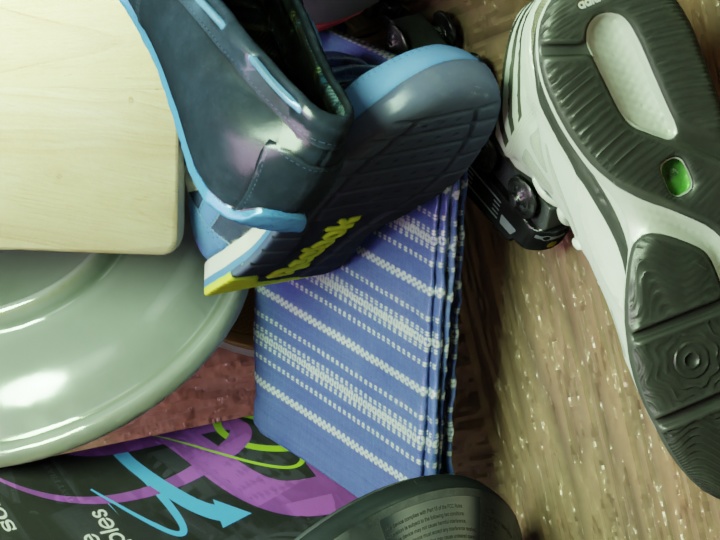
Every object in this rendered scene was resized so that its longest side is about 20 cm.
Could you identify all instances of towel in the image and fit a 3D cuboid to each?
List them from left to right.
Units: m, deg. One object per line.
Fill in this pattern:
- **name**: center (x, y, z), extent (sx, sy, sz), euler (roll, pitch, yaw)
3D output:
- **towel**: center (0.000, 0.000, 1.092), extent (0.145, 0.024, 0.201), euler (28, 121, 51)

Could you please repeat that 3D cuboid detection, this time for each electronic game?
- **electronic game**: center (-0.010, 0.166, 1.050), extent (0.042, 0.200, 0.200), euler (41, 132, 32)

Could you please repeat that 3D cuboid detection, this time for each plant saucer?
- **plant saucer**: center (-0.149, 0.002, 1.158), extent (0.200, 0.200, 0.050), euler (35, 153, 46)

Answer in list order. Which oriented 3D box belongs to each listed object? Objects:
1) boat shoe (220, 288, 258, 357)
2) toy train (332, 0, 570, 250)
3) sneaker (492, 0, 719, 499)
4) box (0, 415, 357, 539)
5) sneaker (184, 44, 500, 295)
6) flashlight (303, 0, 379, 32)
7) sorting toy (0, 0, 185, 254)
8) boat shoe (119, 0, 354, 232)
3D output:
- **boat shoe**: center (-0.089, -0.006, 1.244), extent (0.200, 0.071, 0.069), euler (32, 159, 35)
- **toy train**: center (0.027, -0.080, 1.075), extent (0.200, 0.034, 0.046), euler (53, 149, 33)
- **sneaker**: center (0.109, -0.016, 0.960), extent (0.115, 0.076, 0.201), euler (-155, 44, -80)
- **box**: center (-0.064, 0.127, 1.117), extent (0.143, 0.200, 0.036), euler (48, 136, 37)
- **sneaker**: center (-0.018, -0.053, 1.019), extent (0.200, 0.074, 0.082), euler (-33, 68, 55)
- **flashlight**: center (0.019, -0.127, 1.002), extent (0.200, 0.068, 0.068), euler (-1, 61, 48)
- **sorting toy**: center (-0.168, -0.112, 1.075), extent (0.070, 0.199, 0.199), euler (-46, -43, -82)
- **boat shoe**: center (-0.042, -0.107, 0.958), extent (0.069, 0.084, 0.200), euler (-49, 56, 37)
